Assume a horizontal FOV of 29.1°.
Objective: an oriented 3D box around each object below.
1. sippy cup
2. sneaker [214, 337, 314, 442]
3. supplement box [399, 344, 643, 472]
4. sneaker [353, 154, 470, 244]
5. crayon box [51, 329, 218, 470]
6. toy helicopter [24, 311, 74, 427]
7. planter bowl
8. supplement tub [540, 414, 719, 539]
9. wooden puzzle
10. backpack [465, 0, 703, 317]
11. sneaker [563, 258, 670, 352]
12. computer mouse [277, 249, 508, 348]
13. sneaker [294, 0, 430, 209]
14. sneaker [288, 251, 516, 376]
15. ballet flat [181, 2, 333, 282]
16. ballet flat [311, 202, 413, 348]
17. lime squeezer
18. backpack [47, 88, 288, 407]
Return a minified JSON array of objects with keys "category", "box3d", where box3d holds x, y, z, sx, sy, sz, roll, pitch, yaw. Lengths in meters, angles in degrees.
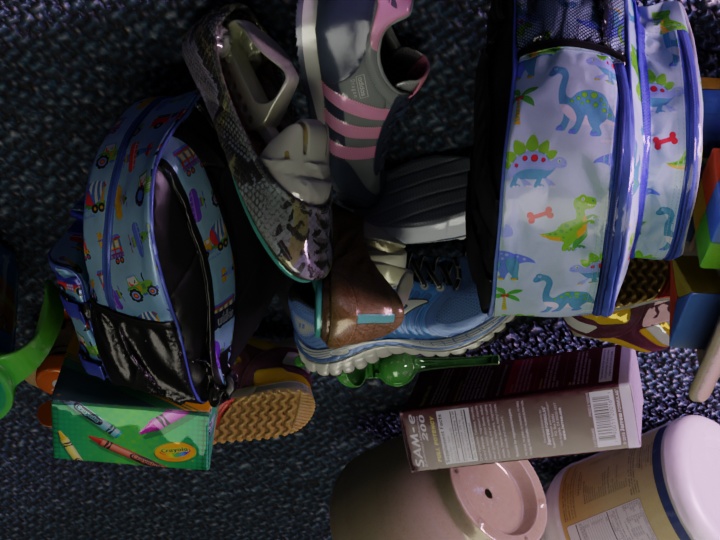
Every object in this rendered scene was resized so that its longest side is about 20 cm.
[{"category":"sippy cup","box3d":[-0.337,0.040,1.131,0.176,0.131,0.140,15,141,-16]},{"category":"sneaker","box3d":[-0.141,0.097,1.190,0.198,0.091,0.076,2,130,-16]},{"category":"supplement box","box3d":[0.142,0.119,1.206,0.198,0.109,0.062,-8,103,15]},{"category":"sneaker","box3d":[0.095,-0.044,1.036,0.198,0.074,0.071,-7,140,14]},{"category":"crayon box","box3d":[-0.165,0.069,1.094,0.117,0.201,0.059,5,122,-2]},{"category":"toy helicopter","box3d":[-0.211,0.103,1.251,0.198,0.080,0.132,15,142,-21]},{"category":"planter bowl","box3d":[0.089,0.230,1.295,0.199,0.202,0.135,26,134,-27]},{"category":"supplement tub","box3d":[0.267,0.236,1.329,0.144,0.146,0.199,31,135,-32]},{"category":"wooden puzzle","box3d":[0.231,-0.043,0.921,0.046,0.202,0.186,6,143,1]},{"category":"backpack","box3d":[0.140,-0.075,0.879,0.145,0.202,0.184,4,143,7]},{"category":"sneaker","box3d":[0.262,0.025,1.122,0.197,0.076,0.090,4,152,10]},{"category":"computer mouse","box3d":[0.026,0.032,1.156,0.197,0.053,0.139,1,143,4]},{"category":"sneaker","box3d":[0.010,-0.114,0.953,0.081,0.071,0.201,-1,144,11]},{"category":"sneaker","box3d":[0.035,0.017,1.068,0.198,0.079,0.090,-15,124,11]},{"category":"ballet flat","box3d":[-0.058,-0.092,0.897,0.071,0.202,0.072,-22,160,-9]},{"category":"ballet flat","box3d":[0.000,0.000,0.971,0.071,0.200,0.069,2,107,-5]},{"category":"lime squeezer","box3d":[0.022,0.079,1.220,0.198,0.038,0.071,2,153,-27]},{"category":"backpack","box3d":[-0.136,-0.031,0.990,0.133,0.183,0.201,8,134,22]}]
